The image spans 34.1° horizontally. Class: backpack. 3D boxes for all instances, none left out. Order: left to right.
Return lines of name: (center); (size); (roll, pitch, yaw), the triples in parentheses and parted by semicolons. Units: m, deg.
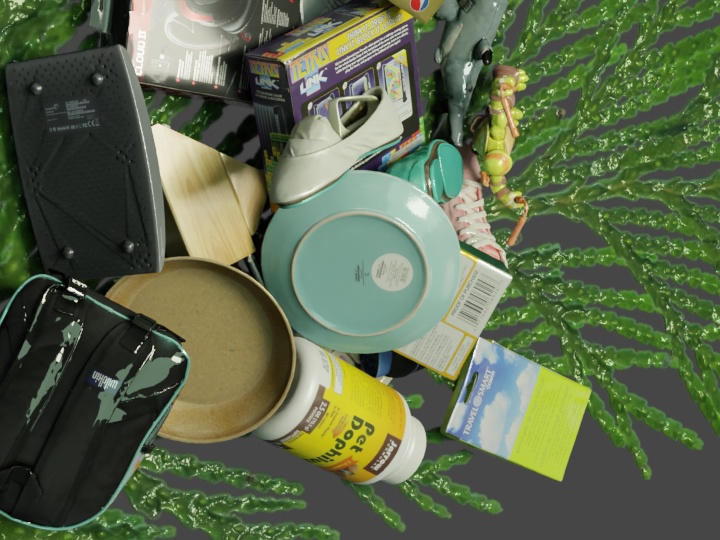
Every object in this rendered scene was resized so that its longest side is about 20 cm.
backpack: (-0.265, 0.121, 1.039); (0.174, 0.153, 0.202); (28, 77, -13)

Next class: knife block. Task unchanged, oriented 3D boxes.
knife block: (-0.163, -0.030, 1.150); (0.198, 0.064, 0.178); (23, 81, -34)

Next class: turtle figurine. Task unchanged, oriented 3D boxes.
turtle figurine: (0.153, -0.142, 1.300); (0.162, 0.063, 0.202); (-76, 159, -50)

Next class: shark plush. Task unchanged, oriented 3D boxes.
shark plush: (0.116, -0.243, 1.298); (0.090, 0.083, 0.202); (27, 81, -32)

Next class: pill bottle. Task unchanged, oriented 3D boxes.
pill bottle: (-0.022, 0.155, 1.229); (0.199, 0.109, 0.110); (32, 78, -37)

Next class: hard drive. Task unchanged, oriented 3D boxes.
hard drive: (-0.243, -0.095, 1.061); (0.042, 0.133, 0.203); (-35, 118, -67)

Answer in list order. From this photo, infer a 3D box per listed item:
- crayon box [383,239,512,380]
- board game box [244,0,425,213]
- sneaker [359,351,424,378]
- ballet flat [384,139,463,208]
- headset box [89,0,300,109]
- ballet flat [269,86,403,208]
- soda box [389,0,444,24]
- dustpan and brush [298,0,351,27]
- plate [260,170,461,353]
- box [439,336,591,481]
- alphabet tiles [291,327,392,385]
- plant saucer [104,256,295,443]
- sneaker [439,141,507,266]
crayon box: (0.038, 0.009, 1.196); (0.198, 0.052, 0.127); (27, 103, -11)
board game box: (-0.019, -0.167, 1.168); (0.199, 0.056, 0.167); (-36, 128, -41)
sneaker: (0.043, 0.017, 1.271); (0.077, 0.070, 0.203); (-5, 107, -27)
ballet flat: (0.059, -0.096, 1.207); (0.200, 0.069, 0.068); (-38, 120, -73)
headset box: (-0.161, -0.242, 1.123); (0.198, 0.075, 0.151); (4, 93, -33)
ballet flat: (-0.028, -0.120, 1.080); (0.200, 0.069, 0.070); (-38, 116, -49)
soda box: (0.036, -0.333, 1.171); (0.067, 0.201, 0.064); (24, 120, -32)
dustpan and brush: (-0.030, -0.230, 1.216); (0.139, 0.057, 0.202); (29, 84, -36)
plate: (0.000, 0.000, 1.136); (0.197, 0.026, 0.203); (2, 117, 3)
box: (0.180, 0.164, 1.404); (0.198, 0.047, 0.123); (26, 80, -32)
alphabet tiles: (-0.005, 0.031, 1.290); (0.196, 0.015, 0.201); (-50, 118, -19)
plant saucer: (-0.159, 0.072, 1.133); (0.197, 0.036, 0.203); (1, 115, 2)
sneaker: (0.123, -0.047, 1.308); (0.075, 0.104, 0.203); (10, 84, -33)
